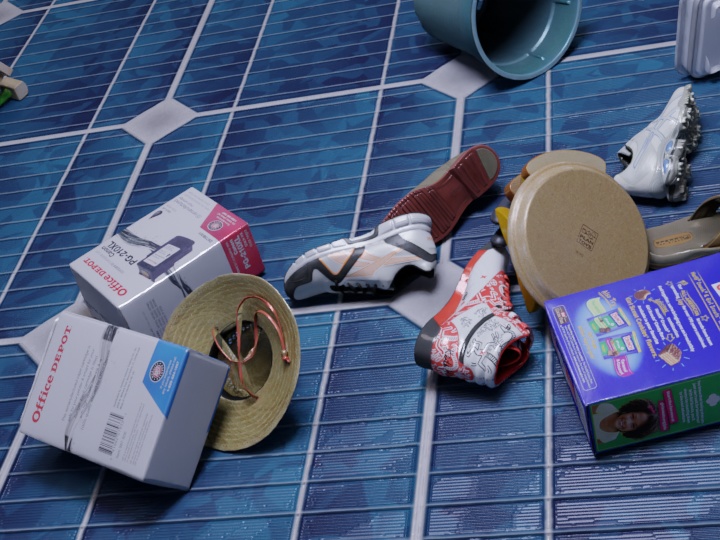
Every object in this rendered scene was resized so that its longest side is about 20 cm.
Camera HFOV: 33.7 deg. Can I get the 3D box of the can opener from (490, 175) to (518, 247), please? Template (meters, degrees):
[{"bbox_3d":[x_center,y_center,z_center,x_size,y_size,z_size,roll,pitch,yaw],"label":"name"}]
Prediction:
[{"bbox_3d":[0.201,-0.082,1.423,0.078,0.064,0.200,1,17,33],"label":"can opener"}]

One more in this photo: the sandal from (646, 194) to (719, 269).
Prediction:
[{"bbox_3d":[0.408,-0.056,1.357,0.199,0.054,0.080,-15,38,3],"label":"sandal"}]

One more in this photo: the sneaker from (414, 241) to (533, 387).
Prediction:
[{"bbox_3d":[0.151,0.051,1.322,0.108,0.067,0.201,18,45,25],"label":"sneaker"}]

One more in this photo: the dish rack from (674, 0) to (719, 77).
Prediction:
[{"bbox_3d":[0.516,-0.341,1.579,0.199,0.172,0.044,-24,51,-9],"label":"dish rack"}]

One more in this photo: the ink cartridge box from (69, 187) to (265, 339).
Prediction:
[{"bbox_3d":[-0.248,-0.003,1.523,0.200,0.085,0.145,-35,41,-22],"label":"ink cartridge box"}]

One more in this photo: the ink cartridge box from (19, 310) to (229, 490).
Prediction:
[{"bbox_3d":[-0.261,0.140,1.307,0.199,0.084,0.145,13,81,33],"label":"ink cartridge box"}]

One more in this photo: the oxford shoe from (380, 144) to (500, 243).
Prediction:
[{"bbox_3d":[0.092,-0.083,1.523,0.200,0.071,0.075,-37,10,-16],"label":"oxford shoe"}]

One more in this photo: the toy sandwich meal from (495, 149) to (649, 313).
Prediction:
[{"bbox_3d":[0.233,-0.034,1.332,0.205,0.205,0.070,-40,5,-26],"label":"toy sandwich meal"}]

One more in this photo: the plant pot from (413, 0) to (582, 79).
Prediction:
[{"bbox_3d":[0.191,-0.400,1.769,0.200,0.201,0.196,-32,31,-18],"label":"plant pot"}]

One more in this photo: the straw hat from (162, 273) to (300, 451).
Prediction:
[{"bbox_3d":[-0.123,0.101,1.340,0.200,0.202,0.085,10,4,31],"label":"straw hat"}]

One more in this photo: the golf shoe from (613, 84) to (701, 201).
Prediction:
[{"bbox_3d":[0.371,-0.166,1.493,0.097,0.079,0.200,-1,39,29],"label":"golf shoe"}]

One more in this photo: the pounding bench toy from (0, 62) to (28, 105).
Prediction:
[{"bbox_3d":[-0.675,-0.290,2.024,0.124,0.200,0.157,16,80,39],"label":"pounding bench toy"}]

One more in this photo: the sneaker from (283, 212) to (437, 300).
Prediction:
[{"bbox_3d":[0.000,0.000,1.435,0.199,0.074,0.080,-22,72,14],"label":"sneaker"}]

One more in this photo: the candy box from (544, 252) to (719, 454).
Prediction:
[{"bbox_3d":[0.307,0.081,1.211,0.199,0.077,0.169,-16,37,4],"label":"candy box"}]
